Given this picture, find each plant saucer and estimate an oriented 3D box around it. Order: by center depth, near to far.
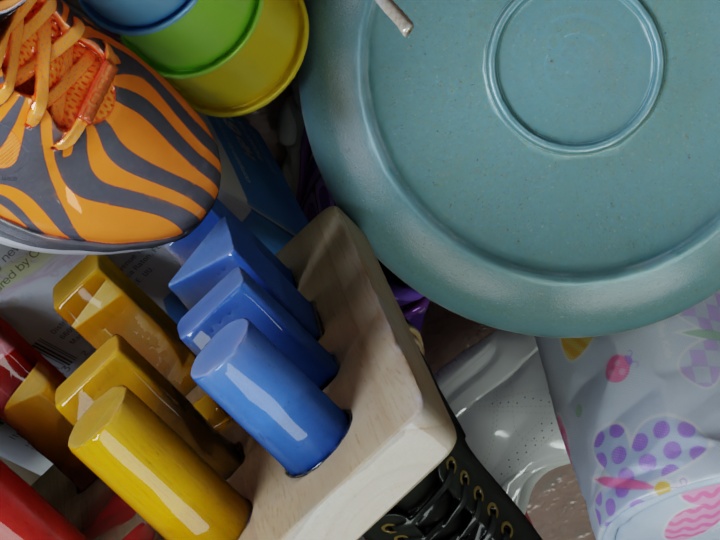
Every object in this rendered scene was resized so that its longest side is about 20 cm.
[{"bbox_3d":[0.077,-0.075,0.940,0.199,0.027,0.201,0,94,-2],"label":"plant saucer"}]

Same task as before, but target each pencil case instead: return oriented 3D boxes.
[{"bbox_3d":[0.108,0.013,1.013,0.090,0.201,0.083,14,143,-43],"label":"pencil case"}]

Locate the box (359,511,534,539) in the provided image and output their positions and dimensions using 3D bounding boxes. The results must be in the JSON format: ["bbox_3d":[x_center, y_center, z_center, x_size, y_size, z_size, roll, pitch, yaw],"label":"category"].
[{"bbox_3d":[0.025,0.156,1.117,0.094,0.200,0.103,11,126,-33],"label":"box"}]

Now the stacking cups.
[{"bbox_3d":[-0.082,-0.105,0.858,0.060,0.061,0.200,-36,157,11],"label":"stacking cups"}]

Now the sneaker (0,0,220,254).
[{"bbox_3d":[-0.107,-0.065,0.777,0.199,0.078,0.112,27,160,-30],"label":"sneaker"}]

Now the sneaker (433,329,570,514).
[{"bbox_3d":[0.114,0.037,1.103,0.200,0.089,0.075,-39,170,6],"label":"sneaker"}]

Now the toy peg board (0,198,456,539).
[{"bbox_3d":[-0.087,0.054,0.853,0.199,0.200,0.098,-43,110,7],"label":"toy peg board"}]

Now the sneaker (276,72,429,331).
[{"bbox_3d":[0.000,0.000,1.034,0.080,0.084,0.201,-12,139,-15],"label":"sneaker"}]

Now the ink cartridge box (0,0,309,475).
[{"bbox_3d":[-0.136,-0.024,0.942,0.144,0.085,0.200,-42,137,15],"label":"ink cartridge box"}]

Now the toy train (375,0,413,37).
[{"bbox_3d":[-0.025,-0.170,0.766,0.084,0.200,0.116,-22,134,-4],"label":"toy train"}]

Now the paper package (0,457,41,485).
[{"bbox_3d":[-0.131,0.175,1.058,0.103,0.200,0.191,11,126,-35],"label":"paper package"}]

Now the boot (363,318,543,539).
[{"bbox_3d":[0.036,0.094,0.980,0.077,0.138,0.200,-43,166,4],"label":"boot"}]
